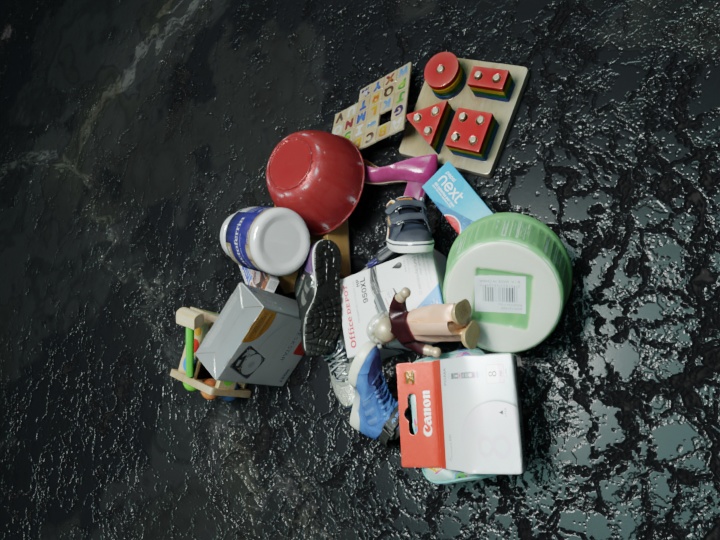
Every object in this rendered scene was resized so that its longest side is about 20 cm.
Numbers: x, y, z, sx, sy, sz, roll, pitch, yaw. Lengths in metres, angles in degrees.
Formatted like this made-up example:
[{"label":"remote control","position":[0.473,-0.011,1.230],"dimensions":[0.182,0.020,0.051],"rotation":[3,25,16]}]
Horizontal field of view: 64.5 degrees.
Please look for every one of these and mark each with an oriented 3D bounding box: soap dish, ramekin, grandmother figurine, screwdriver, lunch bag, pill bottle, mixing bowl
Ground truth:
[{"label":"soap dish","position":[-0.100,-0.070,1.135],"dimensions":[0.154,0.081,0.206],"rotation":[-12,73,27]},{"label":"ramekin","position":[0.218,0.024,0.864],"dimensions":[0.194,0.098,0.206],"rotation":[8,112,19]},{"label":"grandmother figurine","position":[0.083,0.084,0.879],"dimensions":[0.197,0.060,0.124],"rotation":[-13,98,46]},{"label":"screwdriver","position":[0.000,0.000,1.078],"dimensions":[0.197,0.028,0.030],"rotation":[-32,56,10]},{"label":"lunch bag","position":[0.164,0.233,0.909],"dimensions":[0.157,0.077,0.206],"rotation":[-17,70,23]},{"label":"pill bottle","position":[-0.183,-0.058,1.049],"dimensions":[0.198,0.114,0.119],"rotation":[10,82,57]},{"label":"mixing bowl","position":[-0.101,-0.176,1.051],"dimensions":[0.195,0.108,0.206],"rotation":[-7,75,28]}]

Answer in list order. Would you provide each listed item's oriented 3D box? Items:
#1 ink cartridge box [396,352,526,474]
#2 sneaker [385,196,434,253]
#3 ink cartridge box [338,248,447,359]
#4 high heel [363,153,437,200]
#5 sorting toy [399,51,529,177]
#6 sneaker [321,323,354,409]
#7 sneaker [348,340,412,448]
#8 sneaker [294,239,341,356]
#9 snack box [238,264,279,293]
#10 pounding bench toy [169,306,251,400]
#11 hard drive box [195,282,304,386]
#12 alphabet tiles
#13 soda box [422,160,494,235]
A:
[{"label":"ink cartridge box","position":[0.141,0.214,0.852],"dimensions":[0.195,0.057,0.168],"rotation":[-7,77,21]},{"label":"sneaker","position":[0.079,-0.081,0.967],"dimensions":[0.076,0.200,0.082],"rotation":[-2,104,-4]},{"label":"ink cartridge box","position":[0.064,0.065,1.004],"dimensions":[0.196,0.084,0.149],"rotation":[-20,68,25]},{"label":"high heel","position":[0.052,-0.203,1.076],"dimensions":[0.197,0.067,0.098],"rotation":[29,113,28]},{"label":"sorting toy","position":[0.176,-0.296,1.039],"dimensions":[0.195,0.069,0.205],"rotation":[21,89,32]},{"label":"sneaker","position":[-0.044,0.152,1.045],"dimensions":[0.076,0.085,0.205],"rotation":[-20,69,24]},{"label":"sneaker","position":[0.040,0.212,0.944],"dimensions":[0.109,0.076,0.204],"rotation":[24,130,26]},{"label":"sneaker","position":[-0.082,0.052,1.023],"dimensions":[0.087,0.074,0.206],"rotation":[-10,70,53]},{"label":"snack box","position":[-0.210,0.002,1.161],"dimensions":[0.073,0.024,0.201],"rotation":[-63,31,17]},{"label":"pounding bench toy","position":[-0.302,0.167,1.123],"dimensions":[0.122,0.199,0.160],"rotation":[14,84,31]},{"label":"hard drive box","position":[-0.182,0.126,1.064],"dimensions":[0.076,0.199,0.158],"rotation":[38,97,30]},{"label":"alphabet tiles","position":[0.015,-0.310,1.133],"dimensions":[0.197,0.007,0.171],"rotation":[-17,54,38]},{"label":"soda box","position":[0.192,-0.089,0.981],"dimensions":[0.068,0.064,0.202],"rotation":[-41,61,14]}]
